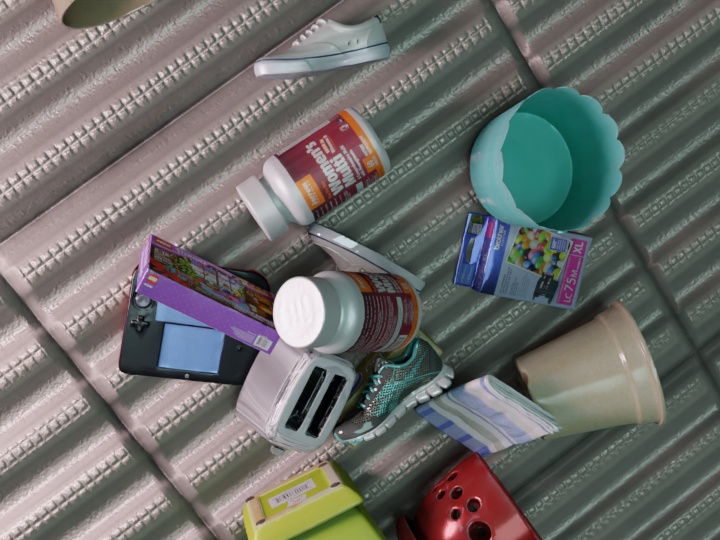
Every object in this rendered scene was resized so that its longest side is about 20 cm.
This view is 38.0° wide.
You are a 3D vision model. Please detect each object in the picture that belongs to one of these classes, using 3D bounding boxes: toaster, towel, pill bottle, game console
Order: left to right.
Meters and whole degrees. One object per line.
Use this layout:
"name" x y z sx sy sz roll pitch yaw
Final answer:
"game console" -0.238 0.075 1.505 0.199 0.031 0.178 8 99 -15
"toaster" -0.087 0.164 1.502 0.113 0.129 0.201 26 94 -32
"pill bottle" -0.067 -0.133 1.464 0.200 0.110 0.110 -34 107 -6
"pill bottle" -0.016 0.056 1.410 0.200 0.109 0.110 3 103 -51
"towel" 0.187 0.222 1.568 0.147 0.200 0.024 35 56 -15

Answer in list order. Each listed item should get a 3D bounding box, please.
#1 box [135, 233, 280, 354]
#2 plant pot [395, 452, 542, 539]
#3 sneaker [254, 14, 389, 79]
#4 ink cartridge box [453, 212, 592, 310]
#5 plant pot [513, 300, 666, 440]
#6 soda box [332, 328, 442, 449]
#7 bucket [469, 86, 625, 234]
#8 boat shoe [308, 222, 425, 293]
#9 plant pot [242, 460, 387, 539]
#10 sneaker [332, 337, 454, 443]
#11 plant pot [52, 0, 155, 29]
"box" -0.205 0.030 1.416 0.199 0.137 0.039 27 104 -19
"plant pot" 0.168 0.410 1.590 0.182 0.200 0.201 -38 108 -2
"sneaker" -0.057 -0.312 1.458 0.199 0.073 0.071 -15 96 -20
"ink cartridge box" 0.250 -0.014 1.608 0.199 0.042 0.120 11 98 -15
"plant pot" 0.342 0.170 1.604 0.183 0.201 0.201 -20 106 2
"soda box" 0.029 0.167 1.572 0.064 0.068 0.200 43 89 -18
"bucket" 0.265 -0.154 1.514 0.206 0.135 0.208 0 90 -17
"boat shoe" 0.000 0.000 1.533 0.200 0.071 0.070 30 90 -25
"plant pot" -0.064 0.402 1.535 0.199 0.199 0.182 -25 100 -8
"sneaker" 0.034 0.169 1.504 0.200 0.078 0.091 -34 105 -15
"plant pot" -0.336 -0.439 1.311 0.187 0.187 0.201 -27 92 -8
